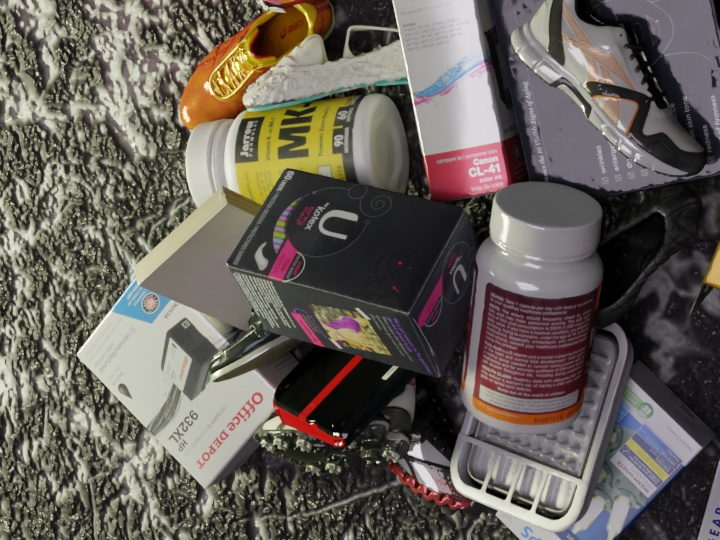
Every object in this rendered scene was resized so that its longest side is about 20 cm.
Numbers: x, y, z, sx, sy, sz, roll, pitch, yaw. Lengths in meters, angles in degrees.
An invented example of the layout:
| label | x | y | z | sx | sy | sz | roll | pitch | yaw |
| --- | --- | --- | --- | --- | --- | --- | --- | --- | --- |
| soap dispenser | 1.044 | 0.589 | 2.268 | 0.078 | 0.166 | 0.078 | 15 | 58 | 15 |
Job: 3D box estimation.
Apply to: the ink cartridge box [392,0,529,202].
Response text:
| label | x | y | z | sx | sy | sz | roll | pitch | yaw |
| --- | --- | --- | --- | --- | --- | --- | --- | --- | --- |
| ink cartridge box | 0.104 | -0.175 | 1.633 | 0.085 | 0.147 | 0.202 | -6 | 100 | 23 |

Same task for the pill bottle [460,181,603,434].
| label | x | y | z | sx | sy | sz | roll | pitch | yaw |
| --- | --- | --- | --- | --- | --- | --- | --- | --- | --- |
| pill bottle | 0.153 | 0.032 | 1.570 | 0.113 | 0.114 | 0.202 | 15 | 119 | 19 |

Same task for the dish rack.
| label | x | y | z | sx | sy | sz | roll | pitch | yaw |
| --- | --- | --- | --- | --- | --- | --- | --- | --- | --- |
| dish rack | 0.177 | 0.135 | 1.678 | 0.171 | 0.043 | 0.202 | 16 | 90 | 48 |

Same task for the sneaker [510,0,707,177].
| label | x | y | z | sx | sy | sz | roll | pitch | yaw |
| --- | --- | --- | --- | --- | --- | --- | --- | --- | --- |
| sneaker | 0.219 | -0.159 | 1.497 | 0.200 | 0.074 | 0.080 | 43 | 112 | 8 |

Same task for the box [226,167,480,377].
| label | x | y | z | sx | sy | sz | roll | pitch | yaw |
| --- | --- | --- | --- | --- | --- | --- | --- | --- | --- |
| box | 0.000 | 0.000 | 1.614 | 0.198 | 0.123 | 0.106 | 13 | 150 | 30 |

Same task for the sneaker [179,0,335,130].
| label | x | y | z | sx | sy | sz | roll | pitch | yaw |
| --- | --- | --- | --- | --- | --- | --- | --- | --- | --- |
| sneaker | -0.114 | -0.209 | 1.755 | 0.200 | 0.077 | 0.073 | -40 | 85 | 25 |

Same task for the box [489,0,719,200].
| label | x | y | z | sx | sy | sz | roll | pitch | yaw |
| --- | --- | --- | --- | --- | --- | --- | --- | --- | --- |
| box | 0.240 | -0.175 | 1.589 | 0.195 | 0.124 | 0.202 | -10 | 98 | 22 |

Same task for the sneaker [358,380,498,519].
| label | x | y | z | sx | sy | sz | roll | pitch | yaw |
| --- | --- | --- | --- | --- | --- | --- | --- | --- | --- |
| sneaker | 0.062 | 0.167 | 1.765 | 0.199 | 0.071 | 0.099 | 30 | 113 | 15 |

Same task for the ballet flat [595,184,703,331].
| label | x | y | z | sx | sy | sz | roll | pitch | yaw |
| --- | --- | --- | --- | --- | --- | --- | --- | --- | --- |
| ballet flat | 0.229 | -0.009 | 1.577 | 0.067 | 0.056 | 0.200 | 57 | 137 | 21 |

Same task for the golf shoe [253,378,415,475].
| label | x | y | z | sx | sy | sz | roll | pitch | yaw |
| --- | --- | --- | --- | --- | --- | --- | --- | --- | --- |
| golf shoe | -0.019 | 0.147 | 1.737 | 0.199 | 0.089 | 0.077 | -11 | 139 | 43 |

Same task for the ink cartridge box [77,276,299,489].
| label | x | y | z | sx | sy | sz | roll | pitch | yaw |
| --- | --- | --- | --- | --- | --- | --- | --- | --- | --- |
| ink cartridge box | -0.171 | 0.100 | 1.840 | 0.200 | 0.084 | 0.145 | 44 | 113 | 8 |

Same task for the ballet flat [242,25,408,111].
| label | x | y | z | sx | sy | sz | roll | pitch | yaw |
| --- | --- | --- | --- | --- | --- | --- | --- | --- | --- |
| ballet flat | -0.018 | -0.199 | 1.702 | 0.198 | 0.072 | 0.073 | -10 | 98 | -2 |

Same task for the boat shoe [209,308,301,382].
| label | x | y | z | sx | sy | sz | roll | pitch | yaw |
| --- | --- | --- | --- | --- | --- | --- | --- | --- | --- |
| boat shoe | -0.072 | 0.037 | 1.733 | 0.198 | 0.074 | 0.067 | -32 | 81 | 13 |

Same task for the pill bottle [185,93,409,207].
| label | x | y | z | sx | sy | sz | roll | pitch | yaw |
| --- | --- | --- | --- | --- | --- | --- | --- | --- | --- |
| pill bottle | -0.062 | -0.106 | 1.735 | 0.198 | 0.114 | 0.116 | -5 | 100 | 23 |

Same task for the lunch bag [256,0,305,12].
| label | x | y | z | sx | sy | sz | roll | pitch | yaw |
| --- | --- | --- | --- | --- | --- | --- | --- | --- | --- |
| lunch bag | -0.074 | -0.354 | 1.679 | 0.175 | 0.082 | 0.202 | -21 | 73 | 24 |

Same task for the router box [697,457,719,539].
| label | x | y | z | sx | sy | sz | roll | pitch | yaw |
| --- | --- | --- | --- | --- | --- | --- | --- | --- | --- |
| router box | 0.414 | 0.221 | 1.643 | 0.178 | 0.049 | 0.202 | 17 | 107 | 18 |

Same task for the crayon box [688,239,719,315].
| label | x | y | z | sx | sy | sz | roll | pitch | yaw |
| --- | --- | --- | --- | --- | --- | --- | --- | --- | --- |
| crayon box | 0.359 | -0.053 | 1.566 | 0.051 | 0.126 | 0.202 | 25 | 110 | 15 |

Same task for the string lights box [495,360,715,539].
| label | x | y | z | sx | sy | sz | roll | pitch | yaw |
| --- | --- | --- | --- | --- | --- | --- | --- | --- | --- |
| string lights box | 0.234 | 0.196 | 1.706 | 0.103 | 0.059 | 0.200 | 44 | 113 | 12 |

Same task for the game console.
| label | x | y | z | sx | sy | sz | roll | pitch | yaw |
| --- | --- | --- | --- | --- | --- | --- | --- | --- | --- |
| game console | 0.015 | 0.080 | 1.683 | 0.200 | 0.176 | 0.031 | -46 | 115 | -14 |

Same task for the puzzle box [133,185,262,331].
| label | x | y | z | sx | sy | sz | roll | pitch | yaw |
| --- | --- | --- | --- | --- | --- | --- | --- | --- | --- |
| puzzle box | -0.107 | -0.001 | 1.744 | 0.133 | 0.199 | 0.026 | -40 | 48 | 23 |
